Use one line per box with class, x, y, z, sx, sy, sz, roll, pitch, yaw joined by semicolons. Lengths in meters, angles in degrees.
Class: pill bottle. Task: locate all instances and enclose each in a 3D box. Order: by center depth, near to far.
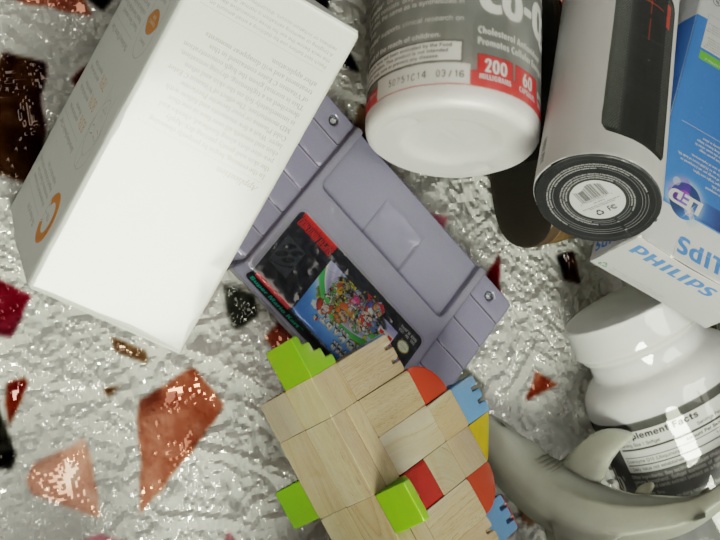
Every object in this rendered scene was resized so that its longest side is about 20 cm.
pill bottle;0.063;-0.174;0.973;0.113;0.114;0.203;14;67;-28
pill bottle;0.227;0.112;1.044;0.115;0.115;0.202;-30;99;-29

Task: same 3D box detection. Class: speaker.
speaker;0.161;-0.120;0.957;0.081;0.081;0.202;33;49;-23

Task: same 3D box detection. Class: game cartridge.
game cartridge;0.000;0.000;0.975;0.200;0.038;0.130;47;60;-17

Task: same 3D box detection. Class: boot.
boot;0.129;-0.120;1.051;0.075;0.073;0.203;-8;95;-45

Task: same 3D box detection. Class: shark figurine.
shark figurine;0.171;0.158;0.971;0.089;0.212;0.130;-41;125;-58

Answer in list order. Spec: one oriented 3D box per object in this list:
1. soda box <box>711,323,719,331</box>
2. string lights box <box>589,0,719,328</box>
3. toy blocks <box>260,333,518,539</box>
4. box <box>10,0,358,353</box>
soda box;0.260;-0.050;1.103;0.064;0.067;0.203;-1;84;-46
string lights box;0.231;-0.077;0.997;0.102;0.059;0.202;28;64;-17
toy blocks;0.031;0.115;0.908;0.136;0.100;0.202;-28;88;-48
box;-0.103;-0.079;0.826;0.097;0.124;0.201;26;101;-25
